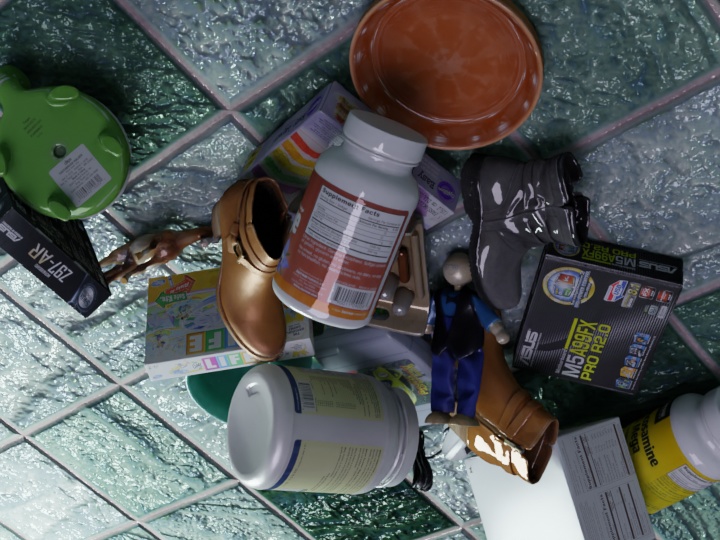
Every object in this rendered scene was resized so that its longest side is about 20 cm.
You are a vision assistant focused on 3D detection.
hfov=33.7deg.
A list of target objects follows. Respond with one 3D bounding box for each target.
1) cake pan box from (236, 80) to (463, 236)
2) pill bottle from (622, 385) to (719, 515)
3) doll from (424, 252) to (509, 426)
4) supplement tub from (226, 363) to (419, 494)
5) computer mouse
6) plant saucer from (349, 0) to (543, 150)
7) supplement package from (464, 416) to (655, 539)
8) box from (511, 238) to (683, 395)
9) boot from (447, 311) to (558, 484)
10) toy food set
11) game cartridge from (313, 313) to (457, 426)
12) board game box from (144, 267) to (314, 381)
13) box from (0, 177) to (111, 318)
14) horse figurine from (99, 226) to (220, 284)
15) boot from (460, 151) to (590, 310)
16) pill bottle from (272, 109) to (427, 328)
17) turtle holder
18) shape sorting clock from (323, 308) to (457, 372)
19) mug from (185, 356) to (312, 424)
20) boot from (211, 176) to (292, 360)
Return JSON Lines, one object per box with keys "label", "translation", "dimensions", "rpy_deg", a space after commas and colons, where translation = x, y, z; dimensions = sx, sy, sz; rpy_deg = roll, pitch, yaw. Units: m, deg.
{"label": "cake pan box", "translation": [-0.011, -0.097, 1.320], "dimensions": [0.199, 0.053, 0.184], "rpy_deg": [36, 144, -21]}
{"label": "pill bottle", "translation": [0.398, 0.224, 1.491], "dimensions": [0.112, 0.113, 0.200], "rpy_deg": [34, 132, -18]}
{"label": "doll", "translation": [0.118, 0.080, 1.399], "dimensions": [0.048, 0.202, 0.136], "rpy_deg": [6, 174, -43]}
{"label": "supplement tub", "translation": [-0.044, 0.192, 1.422], "dimensions": [0.198, 0.146, 0.145], "rpy_deg": [10, 142, -31]}
{"label": "computer mouse", "translation": [0.129, 0.208, 1.572], "dimensions": [0.044, 0.110, 0.200], "rpy_deg": [33, 125, -25]}
{"label": "plant saucer", "translation": [0.088, -0.211, 1.214], "dimensions": [0.198, 0.032, 0.201], "rpy_deg": [9, 135, 9]}
{"label": "supplement package", "translation": [0.247, 0.287, 1.506], "dimensions": [0.110, 0.157, 0.200], "rpy_deg": [-12, 171, -31]}
{"label": "box", "translation": [0.276, 0.054, 1.408], "dimensions": [0.159, 0.044, 0.201], "rpy_deg": [13, 135, 3]}
{"label": "boot", "translation": [0.177, 0.143, 1.427], "dimensions": [0.154, 0.073, 0.202], "rpy_deg": [33, 128, 49]}
{"label": "toy food set", "translation": [0.000, 0.000, 1.347], "dimensions": [0.142, 0.061, 0.201], "rpy_deg": [11, 145, 15]}
{"label": "game cartridge", "translation": [0.043, 0.134, 1.505], "dimensions": [0.132, 0.041, 0.200], "rpy_deg": [-19, 132, 27]}
{"label": "board game box", "translation": [-0.158, 0.055, 1.432], "dimensions": [0.198, 0.135, 0.034], "rpy_deg": [-9, 139, 3]}
{"label": "box", "translation": [-0.374, -0.050, 1.381], "dimensions": [0.043, 0.200, 0.160], "rpy_deg": [-42, 126, 2]}
{"label": "horse figurine", "translation": [-0.272, -0.012, 1.462], "dimensions": [0.199, 0.132, 0.050], "rpy_deg": [-21, 101, 40]}
{"label": "boot", "translation": [0.186, -0.034, 1.294], "dimensions": [0.131, 0.070, 0.201], "rpy_deg": [7, 129, 31]}
{"label": "pill bottle", "translation": [-0.007, -0.053, 1.199], "dimensions": [0.111, 0.112, 0.201], "rpy_deg": [21, 105, -5]}
{"label": "turtle holder", "translation": [-0.344, -0.136, 1.330], "dimensions": [0.184, 0.132, 0.142], "rpy_deg": [20, 92, -2]}
{"label": "shape sorting clock", "translation": [0.048, 0.102, 1.524], "dimensions": [0.198, 0.039, 0.201], "rpy_deg": [8, 134, 8]}
{"label": "mug", "translation": [-0.124, 0.111, 1.528], "dimensions": [0.183, 0.115, 0.153], "rpy_deg": [-9, 130, 23]}
{"label": "boot", "translation": [-0.105, -0.003, 1.305], "dimensions": [0.076, 0.202, 0.155], "rpy_deg": [-7, 176, -24]}
